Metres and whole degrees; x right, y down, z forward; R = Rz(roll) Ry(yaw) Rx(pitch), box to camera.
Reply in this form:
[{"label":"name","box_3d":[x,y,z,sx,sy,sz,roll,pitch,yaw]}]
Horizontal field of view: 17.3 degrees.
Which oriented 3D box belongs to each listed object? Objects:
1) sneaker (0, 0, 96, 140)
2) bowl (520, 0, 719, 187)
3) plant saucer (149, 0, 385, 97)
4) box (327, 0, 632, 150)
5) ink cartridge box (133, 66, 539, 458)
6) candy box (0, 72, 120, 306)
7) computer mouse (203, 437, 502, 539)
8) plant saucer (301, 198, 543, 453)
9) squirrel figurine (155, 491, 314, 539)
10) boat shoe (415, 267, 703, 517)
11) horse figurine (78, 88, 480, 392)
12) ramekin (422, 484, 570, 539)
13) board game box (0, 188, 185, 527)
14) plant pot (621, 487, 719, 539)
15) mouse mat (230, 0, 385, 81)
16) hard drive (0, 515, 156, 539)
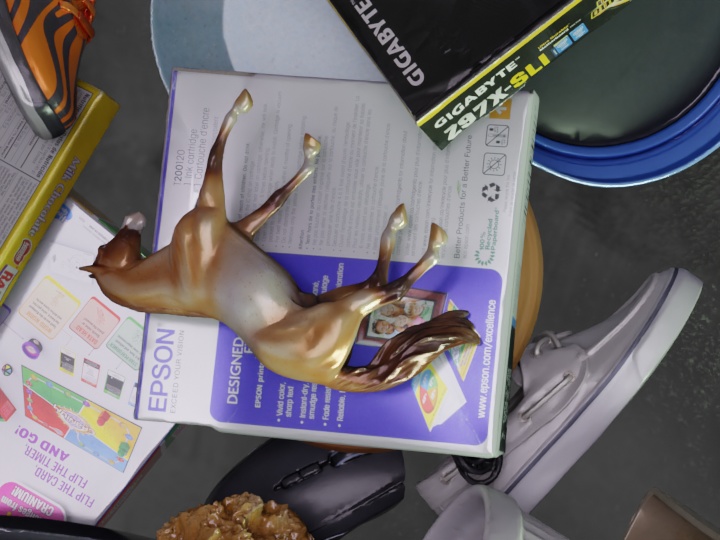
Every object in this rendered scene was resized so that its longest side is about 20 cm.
[{"label":"sneaker","box_3d":[-0.159,-0.171,1.335,0.112,0.078,0.200,-16,61,2]},{"label":"bowl","box_3d":[0.142,-0.148,1.320,0.200,0.039,0.201,-3,106,-12]},{"label":"plant saucer","box_3d":[-0.020,-0.146,1.362,0.201,0.039,0.201,0,89,6]},{"label":"box","box_3d":[0.046,-0.189,1.249,0.160,0.049,0.200,-37,64,6]},{"label":"ink cartridge box","box_3d":[-0.012,-0.006,1.268,0.200,0.043,0.198,5,83,11]},{"label":"candy box","box_3d":[-0.227,-0.031,1.360,0.102,0.026,0.200,29,86,33]},{"label":"computer mouse","box_3d":[-0.027,0.089,1.344,0.200,0.046,0.141,-28,68,19]},{"label":"plant saucer","box_3d":[0.000,0.000,1.306,0.200,0.037,0.200,-2,82,11]},{"label":"squirrel figurine","box_3d":[-0.096,0.208,1.275,0.187,0.142,0.200,30,87,-14]},{"label":"boat shoe","box_3d":[0.111,0.068,1.341,0.066,0.072,0.200,40,100,0]},{"label":"horse figurine","box_3d":[-0.038,0.002,1.225,0.200,0.050,0.133,36,90,14]},{"label":"ramekin","box_3d":[0.067,0.225,1.259,0.105,0.200,0.200,27,91,-8]},{"label":"board game box","box_3d":[-0.183,0.070,1.376,0.153,0.040,0.200,40,92,4]},{"label":"plant pot","box_3d":[0.208,0.258,1.275,0.177,0.200,0.200,27,91,-8]},{"label":"mouse mat","box_3d":[0.019,-0.148,1.381,0.161,0.008,0.200,-28,86,3]},{"label":"hard drive","box_3d":[-0.182,0.201,1.336,0.200,0.042,0.135,8,109,-12]}]
